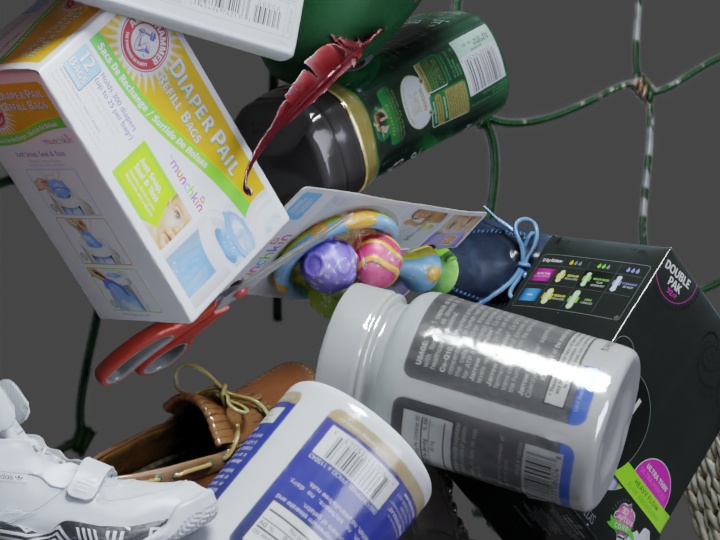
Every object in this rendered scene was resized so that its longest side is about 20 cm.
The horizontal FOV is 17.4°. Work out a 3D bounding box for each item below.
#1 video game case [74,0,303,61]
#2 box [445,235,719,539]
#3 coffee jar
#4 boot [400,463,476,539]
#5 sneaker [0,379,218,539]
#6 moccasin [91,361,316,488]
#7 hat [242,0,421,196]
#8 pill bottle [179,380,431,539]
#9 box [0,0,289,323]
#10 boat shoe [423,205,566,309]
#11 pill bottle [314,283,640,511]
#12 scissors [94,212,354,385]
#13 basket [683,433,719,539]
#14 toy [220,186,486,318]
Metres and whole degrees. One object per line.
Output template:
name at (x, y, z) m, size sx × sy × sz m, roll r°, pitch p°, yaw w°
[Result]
video game case at (-0.117, -0.242, 1.449) m, size 0.199 × 0.023 × 0.183 m, roll 14°, pitch 80°, yaw -26°
box at (0.169, 0.097, 1.718) m, size 0.200 × 0.124 × 0.149 m, roll -55°, pitch 127°, yaw -24°
coffee jar at (0.007, -0.112, 1.658) m, size 0.200 × 0.104 × 0.086 m, roll -31°, pitch 111°, yaw -38°
boot at (0.058, 0.151, 1.744) m, size 0.200 × 0.069 × 0.175 m, roll 23°, pitch 70°, yaw -46°
sneaker at (-0.191, 0.122, 1.448) m, size 0.199 × 0.075 × 0.116 m, roll -7°, pitch 89°, yaw 1°
moccasin at (-0.107, 0.111, 1.581) m, size 0.201 × 0.074 × 0.078 m, roll -26°, pitch 126°, yaw -31°
hat at (-0.029, -0.131, 1.585) m, size 0.199 × 0.165 × 0.177 m, roll 5°, pitch 90°, yaw -36°
pill bottle at (-0.057, 0.182, 1.514) m, size 0.200 × 0.119 × 0.120 m, roll -49°, pitch 123°, yaw -21°
box at (-0.153, -0.078, 1.508) m, size 0.113 × 0.101 × 0.200 m, roll -48°, pitch 122°, yaw -31°
boat shoe at (0.129, -0.008, 1.800) m, size 0.199 × 0.068 × 0.085 m, roll -3°, pitch 94°, yaw -41°
pill bottle at (0.077, 0.080, 1.567) m, size 0.114 × 0.199 × 0.114 m, roll 16°, pitch 90°, yaw -74°
scissors at (-0.091, 0.020, 1.529) m, size 0.073 × 0.200 × 0.014 m, roll 1°, pitch 57°, yaw -59°
basket at (0.378, 0.146, 1.980) m, size 0.200 × 0.160 × 0.199 m, roll -36°, pitch 115°, yaw -38°
toy at (0.000, 0.000, 1.639) m, size 0.200 × 0.115 × 0.047 m, roll 3°, pitch 49°, yaw -51°
